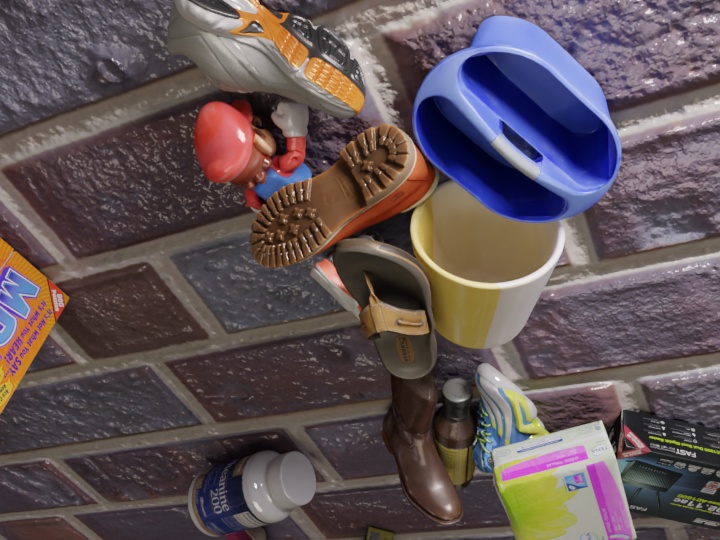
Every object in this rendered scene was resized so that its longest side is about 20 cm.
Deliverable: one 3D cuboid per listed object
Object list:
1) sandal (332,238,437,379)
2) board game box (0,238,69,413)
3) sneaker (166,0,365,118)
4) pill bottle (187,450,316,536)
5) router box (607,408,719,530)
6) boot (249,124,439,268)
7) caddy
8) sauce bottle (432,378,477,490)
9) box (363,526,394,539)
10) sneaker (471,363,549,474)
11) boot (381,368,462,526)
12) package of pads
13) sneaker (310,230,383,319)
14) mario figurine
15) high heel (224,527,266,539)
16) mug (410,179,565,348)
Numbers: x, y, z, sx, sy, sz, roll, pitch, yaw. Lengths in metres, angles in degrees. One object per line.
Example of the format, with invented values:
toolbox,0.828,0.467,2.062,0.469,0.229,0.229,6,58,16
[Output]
sandal,0.026,0.048,0.709,0.081,0.055,0.200,-1,136,16
board game box,-0.548,0.071,0.968,0.200,0.200,0.200,-21,126,29
sneaker,-0.090,-0.195,0.709,0.200,0.076,0.092,32,140,-6
pill bottle,-0.172,0.352,1.209,0.200,0.111,0.111,-25,123,31
router box,0.424,0.274,1.028,0.199,0.062,0.150,12,136,2
boot,-0.014,-0.059,0.744,0.200,0.075,0.107,-30,162,22
caddy,0.141,-0.128,0.683,0.200,0.105,0.141,35,132,-19
sauce bottle,0.133,0.228,1.054,0.064,0.065,0.200,5,132,8
box,0.011,0.548,1.379,0.050,0.075,0.200,16,135,1
sneaker,0.183,0.212,0.991,0.105,0.076,0.200,-43,122,-5
boot,0.086,0.213,0.988,0.064,0.186,0.200,-20,140,-26
package of pads,0.260,0.294,0.978,0.154,0.068,0.200,-19,125,11
sneaker,0.000,0.000,0.822,0.077,0.200,0.082,43,88,-1
mario figurine,-0.084,-0.114,0.791,0.200,0.106,0.124,37,95,-34
high heel,-0.224,0.490,1.376,0.096,0.067,0.200,0,128,0
mug,0.109,0.003,0.799,0.186,0.150,0.153,4,142,7
